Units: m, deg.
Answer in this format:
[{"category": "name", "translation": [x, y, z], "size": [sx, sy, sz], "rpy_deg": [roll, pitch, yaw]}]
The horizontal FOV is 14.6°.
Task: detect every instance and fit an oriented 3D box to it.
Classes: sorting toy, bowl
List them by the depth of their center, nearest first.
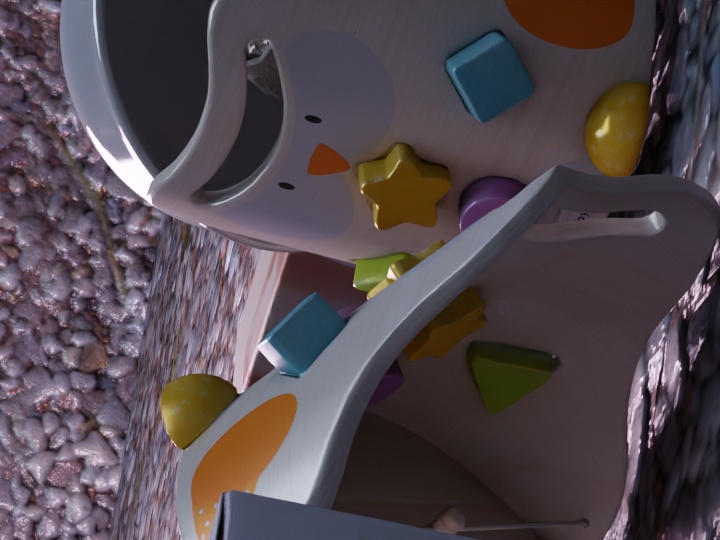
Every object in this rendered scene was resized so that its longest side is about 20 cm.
[{"category": "sorting toy", "translation": [0.042, 0.030, 1.020], "size": [0.180, 0.200, 0.107], "rpy_deg": [-46, 62, 27]}, {"category": "sorting toy", "translation": [0.010, -0.057, 1.179], "size": [0.107, 0.180, 0.200], "rpy_deg": [-99, 23, -45]}, {"category": "bowl", "translation": [-0.067, -0.103, 1.295], "size": [0.090, 0.201, 0.201], "rpy_deg": [-7, 69, 47]}]

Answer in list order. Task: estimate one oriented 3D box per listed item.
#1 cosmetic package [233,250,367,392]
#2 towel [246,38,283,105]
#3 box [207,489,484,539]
[{"category": "cosmetic package", "translation": [0.000, 0.000, 1.524], "size": [0.087, 0.103, 0.200], "rpy_deg": [-87, 11, -48]}, {"category": "towel", "translation": [0.004, -0.151, 1.260], "size": [0.133, 0.034, 0.200], "rpy_deg": [41, -122, -54]}, {"category": "box", "translation": [0.014, 0.187, 0.952], "size": [0.097, 0.176, 0.200], "rpy_deg": [-90, 15, -51]}]
